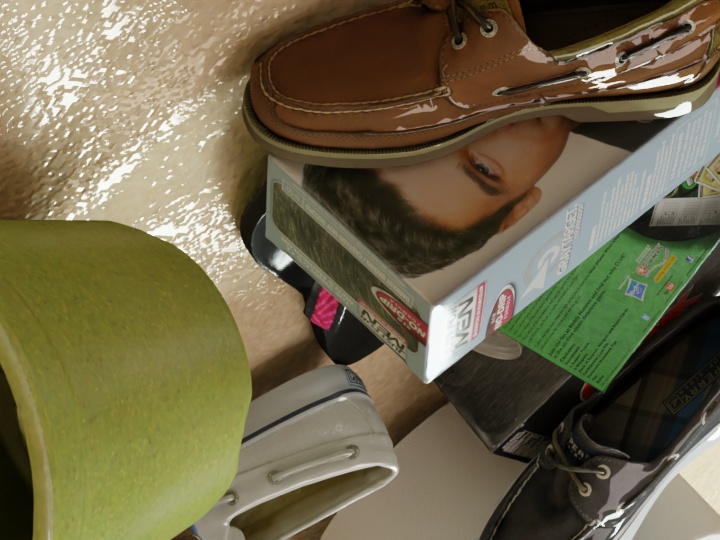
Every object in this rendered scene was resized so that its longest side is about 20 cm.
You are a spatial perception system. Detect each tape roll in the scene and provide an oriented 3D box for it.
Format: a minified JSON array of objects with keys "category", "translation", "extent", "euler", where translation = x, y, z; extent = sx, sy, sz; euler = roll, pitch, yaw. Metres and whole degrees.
[{"category":"tape roll","translation":[0.087,0.165,1.498],"extent":[0.203,0.139,0.203],"euler":[-35,155,-19]}]

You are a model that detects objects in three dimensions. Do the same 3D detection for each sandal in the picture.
[{"category":"sandal","translation":[0.000,0.000,1.248],"extent":[0.075,0.045,0.200],"euler":[-35,153,-4]}]

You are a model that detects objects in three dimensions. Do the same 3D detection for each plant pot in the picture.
[{"category":"plant pot","translation":[-0.142,0.057,1.028],"extent":[0.200,0.200,0.184],"euler":[-53,162,26]}]

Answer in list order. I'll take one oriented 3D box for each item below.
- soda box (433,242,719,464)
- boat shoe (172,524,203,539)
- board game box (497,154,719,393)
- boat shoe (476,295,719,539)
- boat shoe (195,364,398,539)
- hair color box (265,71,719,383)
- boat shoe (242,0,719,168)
[{"category":"soda box","translation":[0.127,0.005,1.385],"extent":[0.200,0.071,0.063],"euler":[-45,154,14]},{"category":"boat shoe","translation":[-0.150,0.120,1.166],"extent":[0.200,0.072,0.072],"euler":[1,106,-30]},{"category":"board game box","translation":[0.123,-0.041,1.287],"extent":[0.200,0.105,0.023],"euler":[-55,-170,30]},{"category":"boat shoe","translation":[0.126,0.087,1.362],"extent":[0.200,0.070,0.066],"euler":[-41,146,5]},{"category":"boat shoe","translation":[-0.070,0.131,1.309],"extent":[0.202,0.086,0.075],"euler":[-30,154,-3]},{"category":"hair color box","translation":[0.066,-0.054,1.155],"extent":[0.200,0.099,0.061],"euler":[-37,155,-24]},{"category":"boat shoe","translation":[0.050,-0.095,1.104],"extent":[0.200,0.072,0.068],"euler":[-12,148,-11]}]
